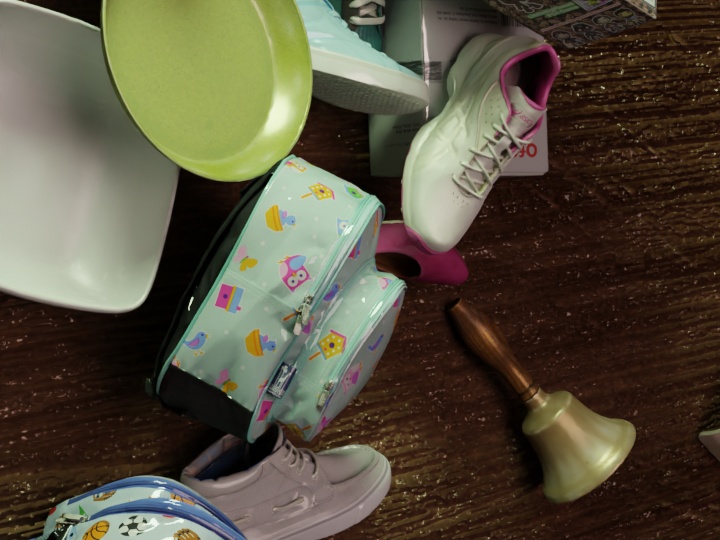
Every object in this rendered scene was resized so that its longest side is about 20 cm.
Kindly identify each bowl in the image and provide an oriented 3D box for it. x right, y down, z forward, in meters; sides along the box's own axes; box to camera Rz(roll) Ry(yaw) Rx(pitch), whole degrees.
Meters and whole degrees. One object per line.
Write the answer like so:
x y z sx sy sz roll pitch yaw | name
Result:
-0.231 -0.076 1.277 0.200 0.075 0.200 19 76 -40 | bowl

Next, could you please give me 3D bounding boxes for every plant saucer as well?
-0.117 -0.160 1.315 0.200 0.031 0.200 13 71 -44 | plant saucer

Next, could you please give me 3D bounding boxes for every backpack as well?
-0.050 0.022 1.320 0.176 0.153 0.200 -4 115 -83 | backpack
-0.148 0.238 1.264 0.200 0.190 0.154 41 47 -32 | backpack

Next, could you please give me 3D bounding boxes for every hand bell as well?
0.144 0.103 1.606 0.200 0.104 0.104 48 59 -14 | hand bell

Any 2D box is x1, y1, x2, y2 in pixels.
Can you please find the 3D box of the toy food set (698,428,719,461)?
0.437 0.130 1.869 0.144 0.060 0.200 44 70 -31 | toy food set

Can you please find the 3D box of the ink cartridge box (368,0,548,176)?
0.081 -0.178 1.543 0.146 0.084 0.200 -1 90 -40 | ink cartridge box

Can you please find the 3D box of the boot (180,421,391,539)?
-0.055 0.160 1.410 0.200 0.074 0.096 -25 126 -37 | boot

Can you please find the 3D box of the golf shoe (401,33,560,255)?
0.096 -0.106 1.442 0.075 0.092 0.200 31 73 -32 | golf shoe

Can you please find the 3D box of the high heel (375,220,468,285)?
0.000 0.000 1.479 0.200 0.067 0.096 21 65 -23 | high heel

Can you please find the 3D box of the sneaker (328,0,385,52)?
-0.004 -0.257 1.472 0.071 0.080 0.200 -10 93 -43 | sneaker

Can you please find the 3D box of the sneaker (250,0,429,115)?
-0.030 -0.185 1.430 0.200 0.074 0.082 18 75 -22 | sneaker

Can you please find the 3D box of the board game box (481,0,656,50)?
0.138 -0.291 1.415 0.200 0.097 0.160 23 63 -39 | board game box
